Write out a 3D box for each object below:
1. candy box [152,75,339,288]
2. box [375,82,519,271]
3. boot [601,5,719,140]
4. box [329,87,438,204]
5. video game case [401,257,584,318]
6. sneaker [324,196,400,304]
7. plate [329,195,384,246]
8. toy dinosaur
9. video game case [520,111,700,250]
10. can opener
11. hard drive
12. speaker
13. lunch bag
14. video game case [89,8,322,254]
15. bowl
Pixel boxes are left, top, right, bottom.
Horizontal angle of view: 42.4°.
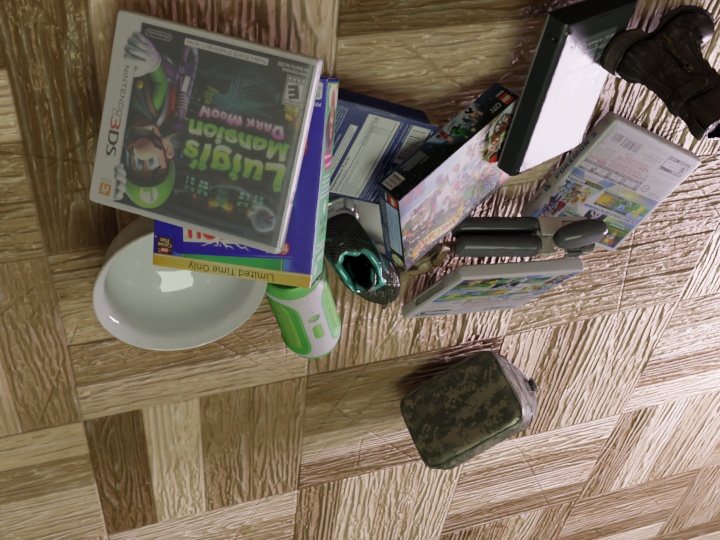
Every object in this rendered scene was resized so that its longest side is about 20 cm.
[{"bbox_3d":[-0.114,-0.096,0.916,0.167,0.077,0.203,7,104,9],"label":"candy box"},{"bbox_3d":[0.105,-0.108,1.083,0.200,0.038,0.137,-41,151,-19],"label":"box"},{"bbox_3d":[0.386,-0.215,1.047,0.199,0.174,0.070,-26,145,-29],"label":"boot"},{"bbox_3d":[-0.025,-0.139,1.019,0.198,0.033,0.122,8,129,-33],"label":"box"},{"bbox_3d":[0.181,0.025,1.297,0.198,0.022,0.182,-3,162,-25],"label":"video game case"},{"bbox_3d":[0.000,0.000,1.137,0.077,0.092,0.200,-29,141,10],"label":"sneaker"},{"bbox_3d":[-0.006,-0.102,1.118,0.198,0.033,0.200,22,123,-40],"label":"plate"},{"bbox_3d":[0.098,-0.022,1.256,0.198,0.059,0.101,-29,156,9],"label":"toy dinosaur"},{"bbox_3d":[0.343,-0.115,1.269,0.198,0.022,0.183,14,128,-37],"label":"video game case"},{"bbox_3d":[0.219,-0.051,1.196,0.197,0.054,0.067,-1,156,-14],"label":"can opener"},{"bbox_3d":[0.236,-0.212,1.067,0.139,0.033,0.201,-27,145,-36],"label":"hard drive"},{"bbox_3d":[-0.074,0.039,1.181,0.087,0.089,0.201,-19,151,-4],"label":"speaker"},{"bbox_3d":[0.181,0.228,1.495,0.199,0.140,0.167,-33,157,17],"label":"lunch bag"},{"bbox_3d":[-0.148,-0.129,0.864,0.198,0.023,0.184,16,104,8],"label":"video game case"},{"bbox_3d":[-0.213,-0.006,1.076,0.199,0.091,0.202,-13,138,-11],"label":"bowl"}]
